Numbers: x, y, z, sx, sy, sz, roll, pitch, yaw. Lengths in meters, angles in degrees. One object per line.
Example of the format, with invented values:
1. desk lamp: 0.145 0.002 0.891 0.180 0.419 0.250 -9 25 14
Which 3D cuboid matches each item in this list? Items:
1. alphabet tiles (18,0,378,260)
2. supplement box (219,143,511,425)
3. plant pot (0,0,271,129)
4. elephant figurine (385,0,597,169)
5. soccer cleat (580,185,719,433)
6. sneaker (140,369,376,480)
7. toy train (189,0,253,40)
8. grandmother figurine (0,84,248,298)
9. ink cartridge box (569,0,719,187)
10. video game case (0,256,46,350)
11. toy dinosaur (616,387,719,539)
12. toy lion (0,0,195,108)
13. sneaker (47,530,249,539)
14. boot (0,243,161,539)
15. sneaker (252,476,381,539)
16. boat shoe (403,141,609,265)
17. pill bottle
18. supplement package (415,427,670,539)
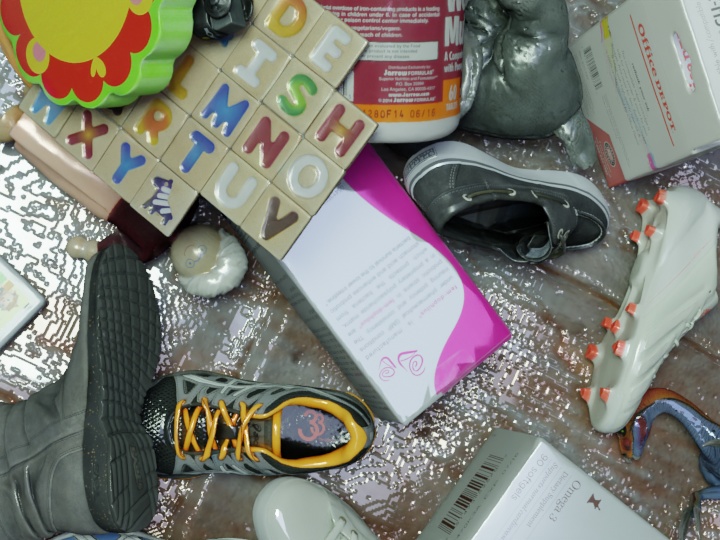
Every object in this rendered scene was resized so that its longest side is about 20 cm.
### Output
1. alphabet tiles: -0.093 -0.106 0.723 0.200 0.008 0.167 40 102 13
2. supplement box: 0.000 0.000 0.856 0.101 0.103 0.200 -37 91 -11
3. plant pot: -0.126 -0.191 0.808 0.199 0.140 0.201 1 93 17
4. elephant figurine: 0.049 -0.145 0.875 0.199 0.142 0.156 -17 45 -1
5. soccer cleat: 0.228 0.033 0.911 0.077 0.069 0.201 22 80 -10
6. sneaker: -0.084 0.109 0.848 0.199 0.077 0.079 -2 88 -7
7. toy train: -0.106 -0.229 0.707 0.046 0.034 0.201 -18 80 27
8. grandmother figurine: -0.165 -0.051 0.855 0.200 0.061 0.121 39 110 -3
9. ink cartridge box: 0.221 -0.135 0.852 0.067 0.200 0.117 -18 89 -10
10. video game case: -0.354 0.031 0.837 0.182 0.022 0.200 44 80 -4
11. toy dinosaur: 0.285 0.158 0.923 0.182 0.200 0.105 51 118 19
12. toy lion: -0.144 -0.197 0.684 0.069 0.199 0.193 -14 81 -52
13. sneaker: -0.147 0.216 0.830 0.199 0.077 0.076 -2 88 -8
14. boot: -0.207 0.085 0.819 0.131 0.070 0.201 -11 68 27
15. sneaker: 0.013 0.214 0.833 0.200 0.085 0.073 48 55 -16
16. boat shoe: 0.115 -0.036 0.852 0.199 0.070 0.066 17 42 -44
17. pill bottle: 0.011 -0.185 0.742 0.109 0.110 0.201 -1 106 -9
18. supplement package: 0.155 0.219 0.858 0.200 0.117 0.117 38 81 -5
